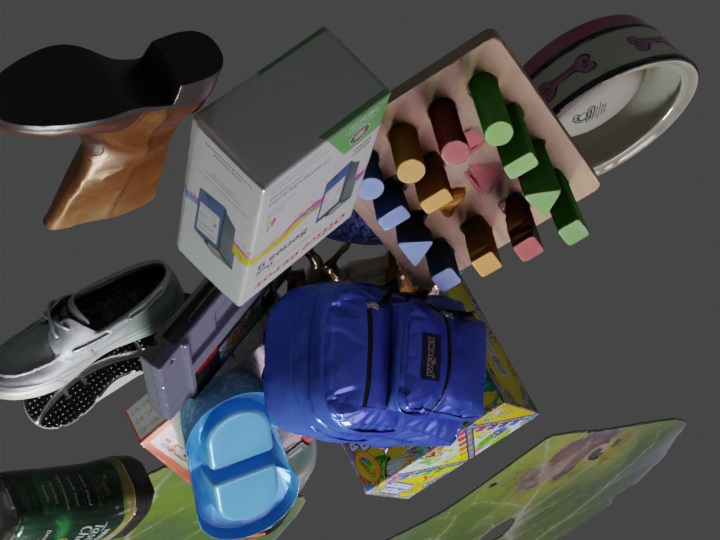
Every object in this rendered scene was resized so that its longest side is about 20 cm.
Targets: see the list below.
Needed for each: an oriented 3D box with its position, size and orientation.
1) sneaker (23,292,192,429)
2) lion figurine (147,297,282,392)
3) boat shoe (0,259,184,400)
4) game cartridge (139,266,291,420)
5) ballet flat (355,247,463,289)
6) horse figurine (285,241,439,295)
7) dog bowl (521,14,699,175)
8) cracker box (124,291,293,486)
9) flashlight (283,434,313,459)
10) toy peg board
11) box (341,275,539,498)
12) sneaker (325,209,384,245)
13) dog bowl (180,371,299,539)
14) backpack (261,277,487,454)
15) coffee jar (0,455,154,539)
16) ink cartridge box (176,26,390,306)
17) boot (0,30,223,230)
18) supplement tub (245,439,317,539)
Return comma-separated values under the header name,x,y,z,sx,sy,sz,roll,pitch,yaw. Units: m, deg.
name,x,y,z,sx,sy,sz,roll,pitch,yaw
sneaker,-0.241,0.080,1.474,0.199,0.074,0.080,-29,-173,-11
lion figurine,-0.134,0.076,1.583,0.122,0.073,0.200,12,121,-44
boat shoe,-0.257,0.046,1.376,0.200,0.070,0.072,-27,147,-14
game cartridge,-0.131,0.041,1.424,0.200,0.038,0.130,-52,161,-23
ballet flat,0.022,0.004,1.624,0.199,0.067,0.063,-26,128,-13
horse figurine,0.000,0.000,1.542,0.199,0.050,0.133,-13,135,-27
dog bowl,0.223,-0.166,1.458,0.199,0.074,0.200,-24,158,-10
cracker box,-0.122,0.130,1.545,0.200,0.058,0.134,-38,134,2
flashlight,-0.019,0.120,1.621,0.200,0.068,0.068,-39,179,7
toy peg board,0.092,-0.072,1.346,0.199,0.098,0.200,-31,125,15
box,0.061,0.123,1.713,0.192,0.201,0.122,-34,157,15
sneaker,0.042,-0.075,1.451,0.199,0.078,0.070,-3,121,-5
dog bowl,-0.125,0.184,1.510,0.111,0.050,0.201,-18,131,-17
backpack,0.014,0.082,1.446,0.199,0.163,0.167,13,161,-40
coffee jar,-0.336,0.268,1.714,0.199,0.086,0.104,-3,147,-46
ink cartridge box,-0.067,-0.081,1.239,0.145,0.088,0.200,-39,167,-27
boot,-0.213,-0.096,1.143,0.188,0.069,0.200,-27,166,-37
supplement tub,-0.133,0.256,1.873,0.122,0.123,0.200,-16,155,-26
